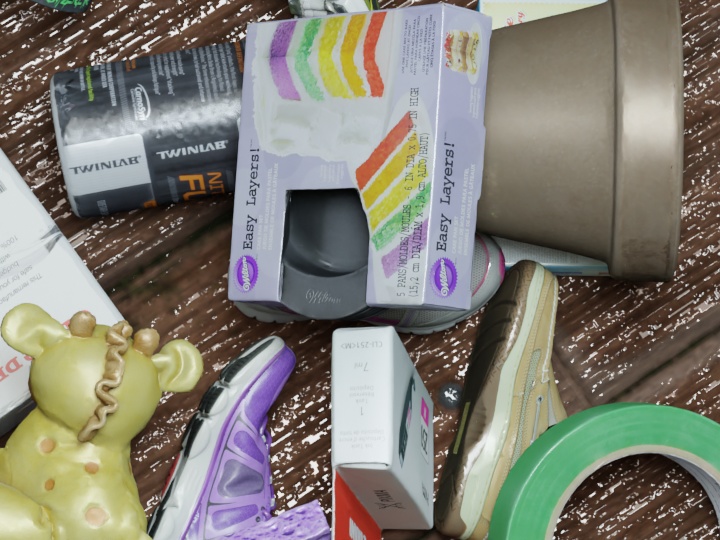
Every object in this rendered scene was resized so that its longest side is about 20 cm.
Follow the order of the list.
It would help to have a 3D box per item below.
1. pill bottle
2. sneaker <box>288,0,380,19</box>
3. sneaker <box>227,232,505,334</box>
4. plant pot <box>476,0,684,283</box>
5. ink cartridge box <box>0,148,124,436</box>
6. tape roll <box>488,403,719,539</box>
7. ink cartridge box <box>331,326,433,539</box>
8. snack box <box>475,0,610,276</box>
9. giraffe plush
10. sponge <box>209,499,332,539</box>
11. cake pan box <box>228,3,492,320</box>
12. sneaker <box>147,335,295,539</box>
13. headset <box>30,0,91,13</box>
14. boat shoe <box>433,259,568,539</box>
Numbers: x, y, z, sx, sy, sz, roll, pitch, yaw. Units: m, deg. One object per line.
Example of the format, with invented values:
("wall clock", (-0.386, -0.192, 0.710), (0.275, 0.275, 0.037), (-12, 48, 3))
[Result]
("pill bottle", (-0.112, -0.104, 1.604), (0.200, 0.106, 0.106), (-10, 79, -3))
("sneaker", (-0.013, -0.225, 1.605), (0.074, 0.200, 0.085), (19, 58, 43))
("sneaker", (0.000, 0.000, 1.584), (0.200, 0.088, 0.082), (-4, 78, 6))
("plant pot", (0.124, -0.090, 1.527), (0.174, 0.200, 0.201), (-1, 78, 4))
("ink cartridge box", (-0.274, 0.008, 1.590), (0.144, 0.084, 0.200), (-35, 81, -8))
("tape roll", (0.188, 0.191, 1.547), (0.200, 0.048, 0.201), (0, 90, -12))
("ink cartridge box", (0.016, 0.147, 1.497), (0.043, 0.200, 0.174), (-3, 72, 9))
("snack box", (0.142, -0.097, 1.642), (0.116, 0.037, 0.200), (1, 79, -2))
("giraffe plush", (-0.190, 0.106, 1.478), (0.172, 0.200, 0.163), (13, 88, -41))
("sponge", (-0.059, 0.225, 1.495), (0.111, 0.200, 0.030), (-21, 54, -4))
("cake pan box", (-0.004, -0.066, 1.478), (0.052, 0.184, 0.200), (7, 87, -44))
("sneaker", (-0.088, 0.142, 1.582), (0.083, 0.081, 0.200), (23, 88, -10))
("headset", (-0.263, -0.254, 1.626), (0.200, 0.123, 0.094), (36, 106, 30))
("boat shoe", (0.112, 0.095, 1.594), (0.076, 0.072, 0.200), (16, 90, -11))
